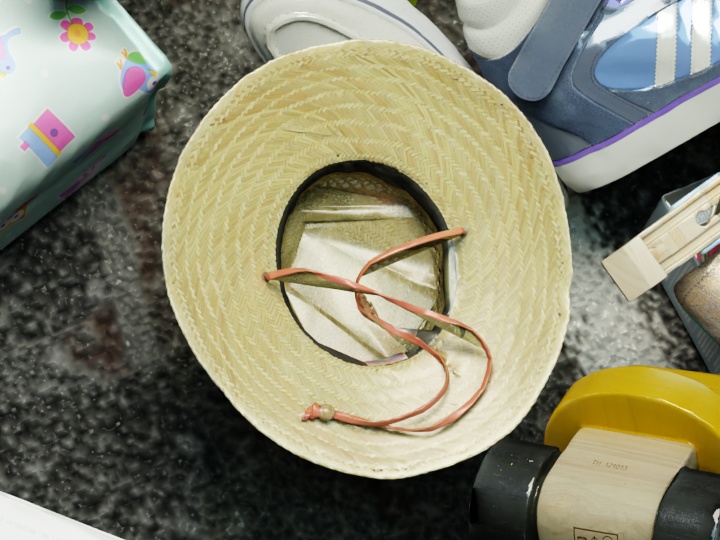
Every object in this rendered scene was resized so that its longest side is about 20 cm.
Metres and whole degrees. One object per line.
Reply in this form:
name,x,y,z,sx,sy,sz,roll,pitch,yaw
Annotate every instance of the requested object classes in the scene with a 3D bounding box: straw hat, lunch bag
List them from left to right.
lunch bag,-0.218,-0.107,1.451,0.170,0.122,0.200,-40,84,-18
straw hat,0.000,0.000,1.397,0.200,0.085,0.202,1,82,-6

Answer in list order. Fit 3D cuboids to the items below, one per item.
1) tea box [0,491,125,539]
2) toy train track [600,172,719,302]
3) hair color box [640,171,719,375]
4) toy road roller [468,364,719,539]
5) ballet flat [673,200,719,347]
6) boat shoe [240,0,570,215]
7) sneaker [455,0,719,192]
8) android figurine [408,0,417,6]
tea box,-0.162,0.219,1.291,0.133,0.200,0.197,22,70,1
toy train track,0.199,-0.052,1.386,0.200,0.033,0.115,-35,89,2
hair color box,0.229,0.041,1.480,0.099,0.061,0.200,-23,74,-16
toy road roller,0.140,0.133,1.380,0.122,0.201,0.146,8,36,27
ballet flat,0.214,-0.053,1.441,0.067,0.068,0.200,30,74,17
boat shoe,0.021,-0.068,1.446,0.200,0.071,0.070,40,36,-24
sneaker,0.143,-0.145,1.434,0.200,0.081,0.147,-32,101,7
android figurine,0.023,-0.197,1.487,0.041,0.182,0.201,20,109,6
